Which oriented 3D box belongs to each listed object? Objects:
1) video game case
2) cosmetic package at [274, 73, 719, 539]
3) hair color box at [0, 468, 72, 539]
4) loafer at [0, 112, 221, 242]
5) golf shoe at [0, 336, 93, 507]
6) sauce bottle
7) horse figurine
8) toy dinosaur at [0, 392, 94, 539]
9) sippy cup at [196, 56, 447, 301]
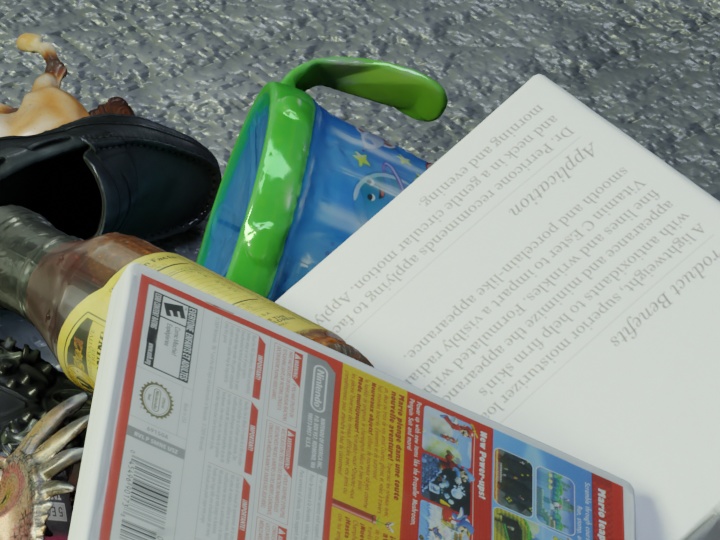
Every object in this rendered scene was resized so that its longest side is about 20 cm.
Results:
[{"bbox_3d":[0.003,0.085,0.977,0.199,0.017,0.143,24,37,-15],"label":"video game case"},{"bbox_3d":[0.092,0.068,1.175,0.165,0.165,0.200,-40,56,-16],"label":"cosmetic package"},{"bbox_3d":[-0.137,0.166,1.005,0.100,0.060,0.201,8,66,-48],"label":"hair color box"},{"bbox_3d":[-0.133,-0.030,1.344,0.070,0.068,0.200,29,22,38],"label":"loafer"},{"bbox_3d":[-0.138,0.073,1.209,0.199,0.095,0.078,1,52,-25],"label":"golf shoe"},{"bbox_3d":[-0.078,0.025,1.135,0.066,0.066,0.200,-21,31,-36],"label":"sauce bottle"},{"bbox_3d":[-0.186,-0.058,1.408,0.199,0.050,0.133,-12,35,-24],"label":"horse figurine"},{"bbox_3d":[-0.069,0.095,1.018,0.135,0.086,0.200,43,21,8],"label":"toy dinosaur"},{"bbox_3d":[0.000,0.000,1.322,0.130,0.179,0.140,18,7,-9],"label":"sippy cup"}]
